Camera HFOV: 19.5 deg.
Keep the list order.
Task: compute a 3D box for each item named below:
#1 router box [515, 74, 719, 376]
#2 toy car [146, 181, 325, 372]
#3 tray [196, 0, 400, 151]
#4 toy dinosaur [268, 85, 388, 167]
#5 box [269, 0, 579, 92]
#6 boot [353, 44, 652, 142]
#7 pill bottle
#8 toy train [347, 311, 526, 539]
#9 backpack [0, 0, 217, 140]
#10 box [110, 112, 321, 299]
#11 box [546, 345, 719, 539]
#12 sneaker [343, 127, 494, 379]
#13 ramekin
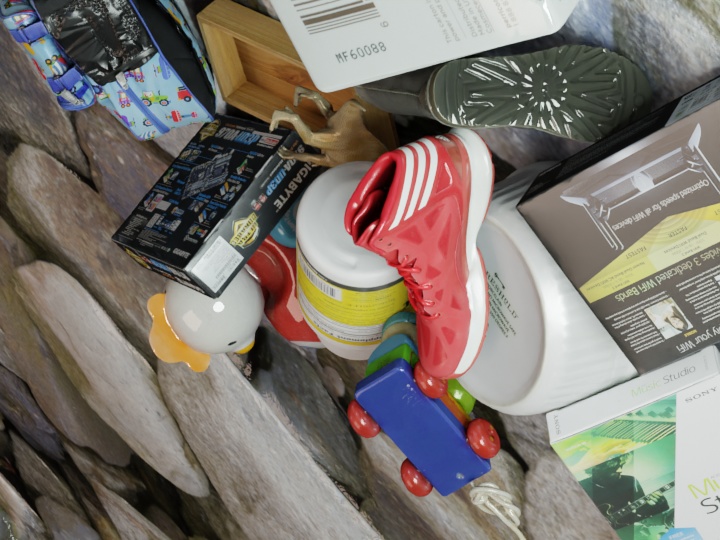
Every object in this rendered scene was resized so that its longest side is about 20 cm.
[{"bbox_3d":[0.231,-0.033,1.436,0.199,0.052,0.158,-27,105,38],"label":"router box"},{"bbox_3d":[-0.107,0.030,1.949,0.177,0.200,0.184,54,163,-12],"label":"toy car"},{"bbox_3d":[-0.054,-0.163,1.816,0.199,0.037,0.099,29,148,37],"label":"tray"},{"bbox_3d":[-0.019,-0.116,1.744,0.101,0.058,0.200,25,155,13],"label":"toy dinosaur"},{"bbox_3d":[0.038,-0.254,1.331,0.199,0.172,0.200,-10,120,36],"label":"box"},{"bbox_3d":[0.101,-0.132,1.549,0.200,0.181,0.073,-175,91,-77],"label":"boot"},{"bbox_3d":[0.000,0.000,1.767,0.111,0.111,0.200,41,160,15],"label":"pill bottle"},{"bbox_3d":[0.078,0.131,1.715,0.084,0.116,0.200,-32,113,23],"label":"toy train"},{"bbox_3d":[-0.219,-0.204,1.873,0.200,0.134,0.183,55,-175,-32],"label":"backpack"},{"bbox_3d":[-0.132,-0.063,1.894,0.046,0.159,0.200,43,169,-25],"label":"box"},{"bbox_3d":[0.251,0.155,1.628,0.144,0.036,0.200,-24,127,18],"label":"box"},{"bbox_3d":[0.033,-0.006,1.570,0.078,0.115,0.201,25,120,52],"label":"sneaker"},{"bbox_3d":[0.131,0.021,1.628,0.202,0.094,0.204,29,126,49],"label":"ramekin"}]
